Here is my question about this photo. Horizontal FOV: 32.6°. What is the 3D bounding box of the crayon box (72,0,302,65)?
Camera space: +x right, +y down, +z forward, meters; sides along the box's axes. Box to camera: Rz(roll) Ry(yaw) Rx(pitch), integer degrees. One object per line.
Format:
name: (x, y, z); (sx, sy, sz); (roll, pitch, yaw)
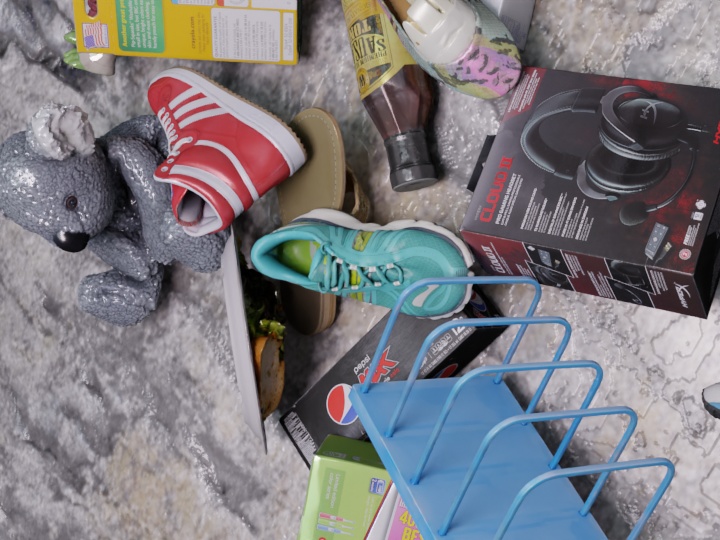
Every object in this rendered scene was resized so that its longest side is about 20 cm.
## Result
crayon box: (-0.150, -0.252, 1.073); (0.197, 0.052, 0.127); (3, 125, 0)

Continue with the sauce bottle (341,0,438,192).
sauce bottle: (0.027, -0.169, 1.040); (0.065, 0.066, 0.203); (-17, 79, 29)

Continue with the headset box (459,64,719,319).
headset box: (0.177, -0.063, 0.914); (0.198, 0.077, 0.150); (14, 70, 29)

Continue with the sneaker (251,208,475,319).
sneaker: (0.000, 0.000, 0.960); (0.198, 0.079, 0.079); (8, 105, 37)

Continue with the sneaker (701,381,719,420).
sneaker: (0.336, 0.060, 0.858); (0.198, 0.075, 0.088); (-12, 76, 22)

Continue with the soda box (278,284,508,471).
soda box: (0.026, 0.086, 1.030); (0.200, 0.071, 0.064); (-44, 70, 22)

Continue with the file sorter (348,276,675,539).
file sorter: (0.104, 0.111, 0.867); (0.201, 0.137, 0.124); (58, 138, 43)

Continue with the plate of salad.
plate of salad: (-0.086, 0.055, 1.048); (0.047, 0.200, 0.203); (-9, 83, -4)

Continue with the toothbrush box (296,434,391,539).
toothbrush box: (0.050, 0.226, 0.966); (0.197, 0.086, 0.148); (11, 95, 7)

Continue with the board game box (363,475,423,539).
board game box: (0.051, 0.270, 0.905); (0.152, 0.040, 0.202); (26, 96, 4)

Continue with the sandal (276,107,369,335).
sandal: (-0.026, -0.049, 1.073); (0.077, 0.069, 0.214); (26, 125, 35)

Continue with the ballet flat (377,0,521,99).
ballet flat: (0.045, -0.209, 0.952); (0.069, 0.071, 0.201); (-43, 64, 13)

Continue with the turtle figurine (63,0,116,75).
turtle figurine: (-0.256, -0.297, 1.150); (0.144, 0.199, 0.196); (38, 119, 34)

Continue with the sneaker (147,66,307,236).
sneaker: (-0.146, -0.101, 1.038); (0.112, 0.072, 0.199); (-45, 45, -18)

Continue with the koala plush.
koala plush: (-0.247, -0.072, 1.104); (0.177, 0.199, 0.186); (-33, 58, 35)

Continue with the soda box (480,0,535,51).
soda box: (0.113, -0.286, 0.993); (0.067, 0.063, 0.203); (15, 96, 29)
